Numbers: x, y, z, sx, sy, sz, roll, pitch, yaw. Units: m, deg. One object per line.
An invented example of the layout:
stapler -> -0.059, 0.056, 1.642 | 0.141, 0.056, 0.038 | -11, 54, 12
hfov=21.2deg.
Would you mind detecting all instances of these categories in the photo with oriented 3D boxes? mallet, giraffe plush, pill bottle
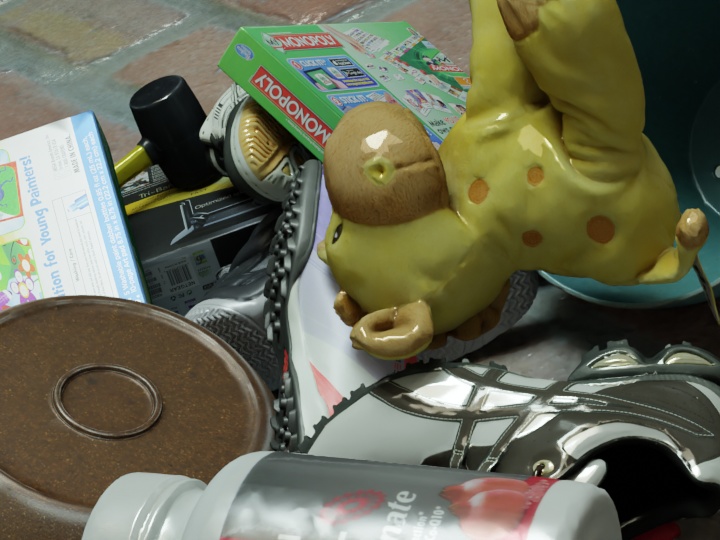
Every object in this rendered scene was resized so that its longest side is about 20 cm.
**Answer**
mallet -> -0.163, -0.031, 1.155 | 0.200, 0.066, 0.041 | -46, 33, -18
giraffe plush -> 0.052, -0.037, 0.875 | 0.162, 0.200, 0.173 | -23, -5, 1
pill bottle -> -0.005, 0.129, 0.752 | 0.200, 0.111, 0.111 | 3, 33, 22

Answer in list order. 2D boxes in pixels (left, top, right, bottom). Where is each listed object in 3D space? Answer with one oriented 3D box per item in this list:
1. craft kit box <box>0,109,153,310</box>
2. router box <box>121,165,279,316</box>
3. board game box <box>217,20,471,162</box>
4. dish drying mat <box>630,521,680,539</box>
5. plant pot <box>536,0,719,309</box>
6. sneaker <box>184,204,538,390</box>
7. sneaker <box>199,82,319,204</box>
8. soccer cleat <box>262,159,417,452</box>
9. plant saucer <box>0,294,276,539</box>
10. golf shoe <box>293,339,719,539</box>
craft kit box -> -0.215, 0.027, 1.068 | 0.197, 0.049, 0.200 | -17, 59, -3
router box -> -0.058, -0.042, 1.195 | 0.200, 0.052, 0.157 | -19, 26, -1
board game box -> 0.022, -0.089, 1.095 | 0.135, 0.029, 0.200 | 42, 24, 16
dish drying mat -> 0.036, 0.141, 0.830 | 0.200, 0.018, 0.077 | -25, 28, -13
plant pot -> 0.180, -0.075, 0.998 | 0.200, 0.200, 0.135 | 8, 0, 41
sneaker -> 0.000, 0.000, 1.054 | 0.200, 0.076, 0.114 | -13, 29, 15
sneaker -> -0.054, -0.072, 1.122 | 0.088, 0.076, 0.200 | -33, 12, 19
soccer cleat -> -0.006, 0.033, 0.947 | 0.073, 0.068, 0.200 | 6, 53, -13
plant saucer -> -0.125, 0.074, 0.937 | 0.200, 0.035, 0.200 | 9, 38, -7
golf shoe -> 0.063, 0.084, 0.818 | 0.200, 0.078, 0.095 | -14, 28, 11
